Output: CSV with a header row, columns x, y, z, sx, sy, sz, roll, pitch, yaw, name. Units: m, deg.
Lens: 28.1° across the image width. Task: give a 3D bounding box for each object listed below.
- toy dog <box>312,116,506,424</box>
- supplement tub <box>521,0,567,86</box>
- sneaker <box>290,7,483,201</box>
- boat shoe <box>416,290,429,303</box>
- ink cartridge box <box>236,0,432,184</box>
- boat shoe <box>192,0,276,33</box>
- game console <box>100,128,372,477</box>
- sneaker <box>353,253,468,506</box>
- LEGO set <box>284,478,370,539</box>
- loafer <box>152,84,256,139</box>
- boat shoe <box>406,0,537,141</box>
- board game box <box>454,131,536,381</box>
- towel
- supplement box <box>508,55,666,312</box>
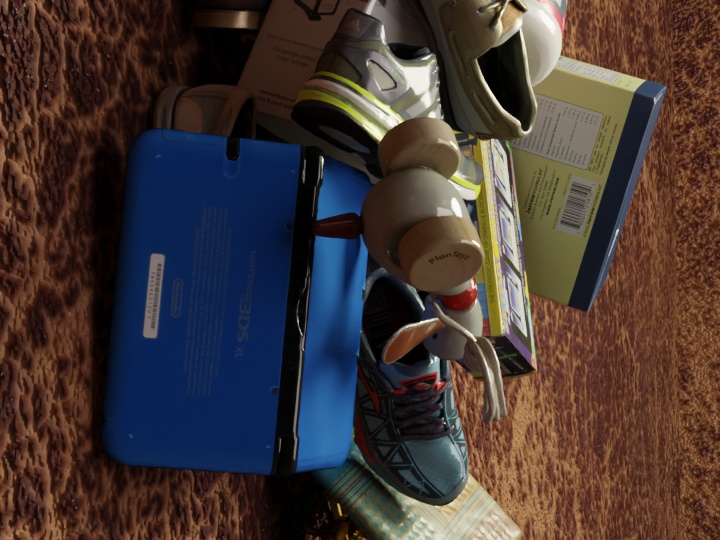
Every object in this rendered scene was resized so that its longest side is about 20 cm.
x,y,z,sx,sy,sz,roll,pitch,yaw,name
0.026,0.002,0.898,0.132,0.096,0.201,-99,178,-54,toy dog
0.106,-0.259,1.187,0.140,0.139,0.201,54,42,-55,supplement tub
0.033,-0.102,0.941,0.200,0.074,0.081,30,80,-59,sneaker
0.044,0.040,1.223,0.074,0.068,0.199,-63,177,27,boat shoe
0.012,-0.175,1.011,0.146,0.084,0.201,30,81,-57,ink cartridge box
-0.057,-0.203,1.044,0.200,0.070,0.071,-11,103,-69,boat shoe
-0.072,0.024,0.908,0.118,0.169,0.202,166,-70,-78,game console
0.027,0.082,1.028,0.095,0.079,0.201,-167,-125,-77,sneaker
0.014,0.235,1.104,0.200,0.115,0.155,-51,134,-61,LEGO set
-0.095,-0.021,0.929,0.072,0.062,0.202,-6,93,-69,loafer
0.079,-0.175,0.967,0.075,0.068,0.201,-47,139,-27,boat shoe
0.092,-0.024,1.145,0.165,0.056,0.201,40,43,-68,board game box
0.027,0.160,1.097,0.200,0.022,0.147,47,31,8,towel
0.149,-0.097,1.308,0.134,0.199,0.201,-34,141,-71,supplement box
